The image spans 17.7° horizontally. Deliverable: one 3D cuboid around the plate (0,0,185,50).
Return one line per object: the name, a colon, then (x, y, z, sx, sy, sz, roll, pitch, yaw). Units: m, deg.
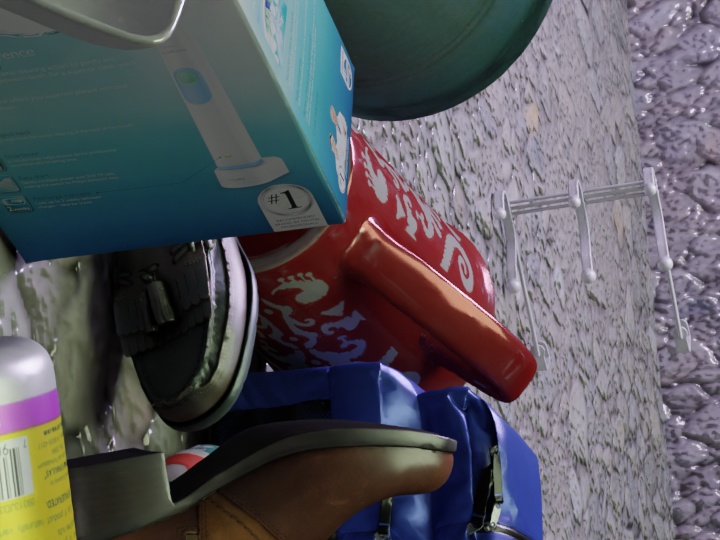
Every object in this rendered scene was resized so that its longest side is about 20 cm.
plate: (-0.141, -0.158, 0.750, 0.200, 0.199, 0.032, -80, -167, -46)

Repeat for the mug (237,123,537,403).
mug: (-0.001, -0.011, 1.213, 0.200, 0.177, 0.134, 49, 44, -59)

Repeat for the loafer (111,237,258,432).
loafer: (-0.093, -0.020, 1.084, 0.063, 0.072, 0.201, 38, 37, -43)

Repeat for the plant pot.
plant pot: (-0.017, -0.194, 1.210, 0.196, 0.200, 0.201, 16, 69, -66)

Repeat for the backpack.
backpack: (0.007, 0.161, 1.178, 0.162, 0.167, 0.201, 39, 48, -57)

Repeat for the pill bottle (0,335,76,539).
pill bottle: (-0.138, 0.126, 0.742, 0.104, 0.104, 0.201, -20, 104, -75)

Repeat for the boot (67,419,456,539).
boot: (-0.037, 0.169, 0.987, 0.068, 0.188, 0.201, 177, -96, -66)

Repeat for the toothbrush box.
toothbrush box: (-0.098, -0.096, 0.907, 0.200, 0.146, 0.086, 61, 26, -54)

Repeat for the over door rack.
over door rack: (0.207, 0.010, 2.045, 0.067, 0.147, 0.200, -80, 158, -52)

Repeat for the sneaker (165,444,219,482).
sneaker: (-0.062, 0.175, 1.085, 0.093, 0.070, 0.200, -52, 131, -62)
